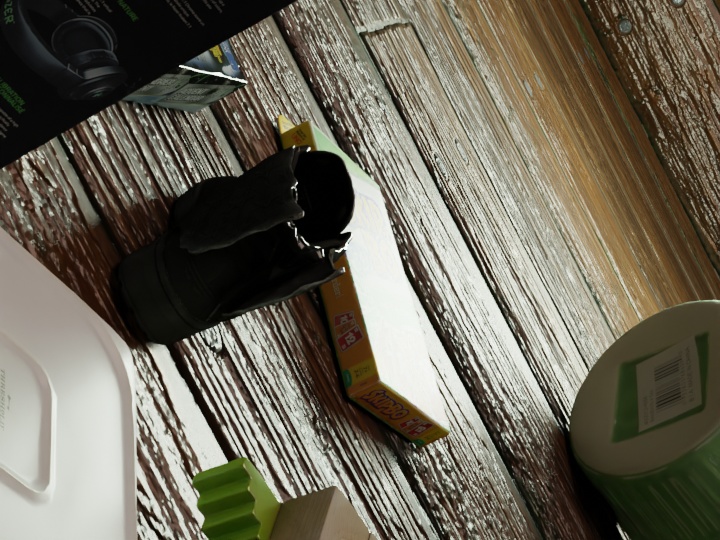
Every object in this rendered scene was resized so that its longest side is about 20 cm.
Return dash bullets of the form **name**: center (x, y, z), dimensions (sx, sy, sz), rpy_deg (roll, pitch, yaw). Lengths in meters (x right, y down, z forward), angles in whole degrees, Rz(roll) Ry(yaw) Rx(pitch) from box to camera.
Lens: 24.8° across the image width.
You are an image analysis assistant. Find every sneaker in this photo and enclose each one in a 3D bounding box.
- **sneaker**: center (-0.042, -0.018, 0.732), dimensions (0.060, 0.104, 0.200), rpy_deg (60, 17, -9)

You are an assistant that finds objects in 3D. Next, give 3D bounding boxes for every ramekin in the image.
- **ramekin**: center (0.261, 0.119, 1.287), dimensions (0.098, 0.200, 0.200), rpy_deg (46, 23, -27)

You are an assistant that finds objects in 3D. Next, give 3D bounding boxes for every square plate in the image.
- **square plate**: center (-0.126, 0.046, 0.520), dimensions (0.198, 0.028, 0.200), rpy_deg (49, 22, -41)

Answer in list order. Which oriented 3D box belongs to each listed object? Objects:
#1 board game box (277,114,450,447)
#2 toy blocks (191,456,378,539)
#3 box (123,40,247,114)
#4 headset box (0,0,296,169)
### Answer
- **board game box**: center (0.000, 0.000, 0.969), dimensions (0.096, 0.030, 0.201), rpy_deg (40, 26, -54)
- **toy blocks**: center (-0.005, 0.183, 0.597), dimensions (0.200, 0.100, 0.137), rpy_deg (56, 29, -24)
- **box**: center (-0.134, -0.179, 0.806), dimensions (0.201, 0.040, 0.137), rpy_deg (66, 18, 6)
- **headset box**: center (-0.095, -0.154, 0.610), dimensions (0.093, 0.199, 0.175), rpy_deg (50, 22, -39)
